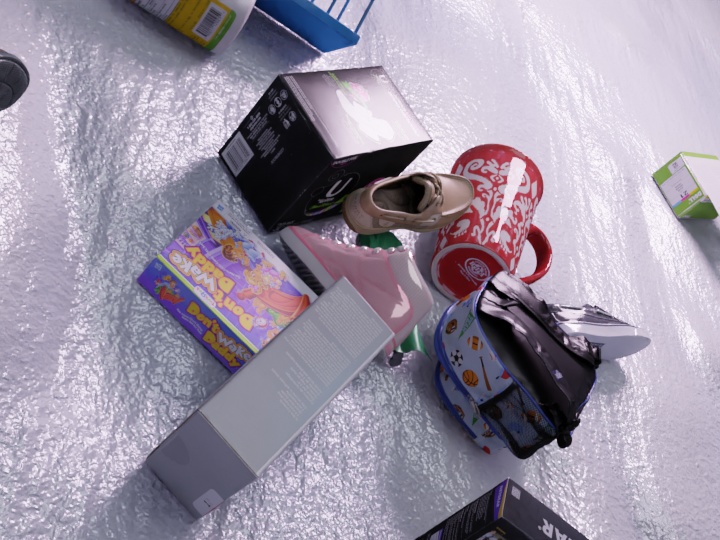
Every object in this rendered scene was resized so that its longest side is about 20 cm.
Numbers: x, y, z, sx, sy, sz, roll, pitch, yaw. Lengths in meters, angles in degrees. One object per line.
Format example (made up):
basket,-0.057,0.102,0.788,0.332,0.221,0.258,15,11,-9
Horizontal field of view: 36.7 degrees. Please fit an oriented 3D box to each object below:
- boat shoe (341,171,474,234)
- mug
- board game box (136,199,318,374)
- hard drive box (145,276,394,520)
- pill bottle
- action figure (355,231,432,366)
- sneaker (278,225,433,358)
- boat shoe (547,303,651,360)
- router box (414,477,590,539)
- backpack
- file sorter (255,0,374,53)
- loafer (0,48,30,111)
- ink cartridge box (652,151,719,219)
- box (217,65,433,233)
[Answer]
boat shoe,0.073,-0.085,1.323,0.198,0.064,0.072,-15,82,-37
mug,0.185,-0.051,1.449,0.176,0.134,0.201,21,44,1
board game box,-0.120,0.036,1.149,0.200,0.045,0.135,44,37,-5
hard drive box,-0.083,0.115,0.986,0.077,0.156,0.200,48,54,0
pill bottle,-0.233,-0.367,1.344,0.199,0.111,0.112,30,40,-22
action figure,0.024,0.015,1.302,0.117,0.055,0.202,21,48,-28
sneaker,0.000,0.000,1.216,0.104,0.076,0.200,-39,60,-13
boat shoe,0.330,0.080,1.538,0.198,0.072,0.068,6,54,-32
router box,0.167,0.314,1.091,0.199,0.157,0.052,39,38,-12
backpack,0.176,0.108,1.289,0.191,0.153,0.200,56,29,-6
file sorter,-0.080,-0.405,1.470,0.199,0.124,0.139,31,-5,-21
loafer,-0.382,-0.198,1.033,0.063,0.072,0.200,44,7,4
ink cartridge box,0.652,-0.116,2.019,0.147,0.076,0.202,-1,59,-45
box,-0.040,-0.150,1.307,0.199,0.148,0.125,-17,69,-50
